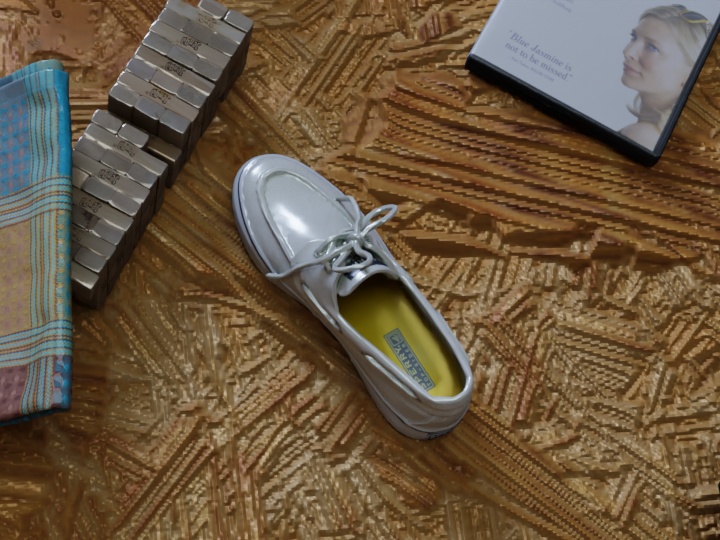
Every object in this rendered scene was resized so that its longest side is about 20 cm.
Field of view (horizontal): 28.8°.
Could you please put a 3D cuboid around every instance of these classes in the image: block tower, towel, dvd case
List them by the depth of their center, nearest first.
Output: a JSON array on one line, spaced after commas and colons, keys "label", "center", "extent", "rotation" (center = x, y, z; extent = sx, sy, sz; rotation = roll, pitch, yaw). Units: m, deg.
[{"label": "towel", "center": [-0.218, -0.008, 0.768], "extent": [0.146, 0.022, 0.201], "rotation": [-15, 66, 24]}, {"label": "block tower", "center": [-0.133, -0.072, 0.834], "extent": [0.054, 0.058, 0.201], "rotation": [27, 64, 2]}, {"label": "dvd case", "center": [0.175, -0.181, 0.954], "extent": [0.142, 0.018, 0.201], "rotation": [28, 65, 3]}]

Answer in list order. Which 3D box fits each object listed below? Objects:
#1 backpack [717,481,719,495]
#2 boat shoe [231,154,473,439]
[{"label": "backpack", "center": [0.288, 0.202, 0.758], "extent": [0.162, 0.154, 0.201], "rotation": [-3, 46, -14]}, {"label": "boat shoe", "center": [-0.003, 0.003, 0.808], "extent": [0.074, 0.086, 0.203], "rotation": [-30, 76, -20]}]
